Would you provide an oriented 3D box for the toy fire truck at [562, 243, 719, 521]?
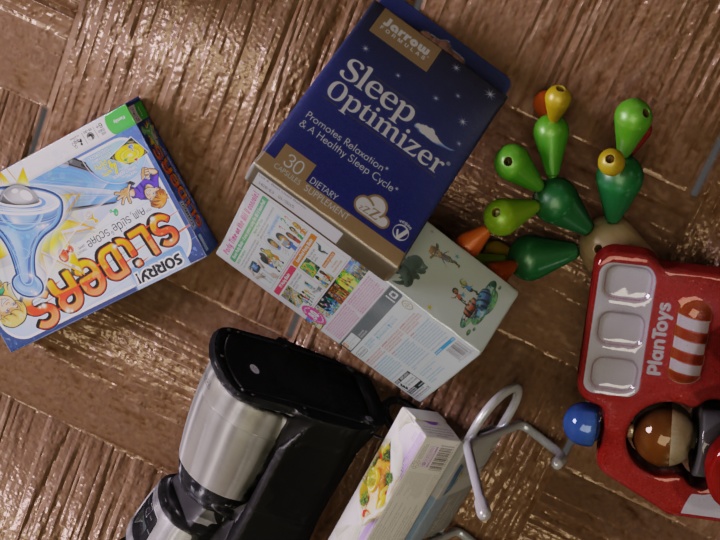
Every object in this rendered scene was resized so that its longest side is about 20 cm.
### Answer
[{"bbox_3d":[0.237,0.085,0.989,0.165,0.112,0.203,8,113,6],"label":"toy fire truck"}]

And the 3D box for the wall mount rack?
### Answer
[{"bbox_3d":[0.080,0.189,1.028,0.074,0.173,0.202,37,113,23],"label":"wall mount rack"}]

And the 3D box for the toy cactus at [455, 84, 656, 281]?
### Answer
[{"bbox_3d":[0.154,-0.040,0.997,0.164,0.103,0.200,35,109,-22],"label":"toy cactus"}]

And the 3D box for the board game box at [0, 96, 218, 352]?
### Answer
[{"bbox_3d":[-0.232,-0.034,1.089,0.198,0.034,0.136,-25,101,17],"label":"board game box"}]

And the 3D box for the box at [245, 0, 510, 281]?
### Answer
[{"bbox_3d":[0.022,-0.106,0.947,0.120,0.201,0.032,35,152,-2],"label":"box"}]

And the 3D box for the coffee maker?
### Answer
[{"bbox_3d":[-0.069,0.174,1.073,0.190,0.135,0.202,26,111,1],"label":"coffee maker"}]

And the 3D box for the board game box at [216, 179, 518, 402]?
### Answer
[{"bbox_3d":[0.000,0.000,0.997,0.199,0.065,0.148,36,154,-2],"label":"board game box"}]

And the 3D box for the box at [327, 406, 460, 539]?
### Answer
[{"bbox_3d":[0.010,0.198,1.042,0.041,0.039,0.202,13,113,-36],"label":"box"}]
